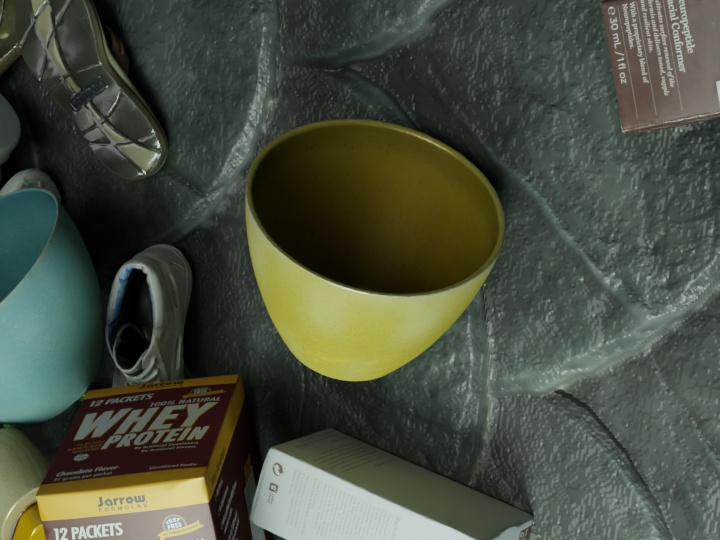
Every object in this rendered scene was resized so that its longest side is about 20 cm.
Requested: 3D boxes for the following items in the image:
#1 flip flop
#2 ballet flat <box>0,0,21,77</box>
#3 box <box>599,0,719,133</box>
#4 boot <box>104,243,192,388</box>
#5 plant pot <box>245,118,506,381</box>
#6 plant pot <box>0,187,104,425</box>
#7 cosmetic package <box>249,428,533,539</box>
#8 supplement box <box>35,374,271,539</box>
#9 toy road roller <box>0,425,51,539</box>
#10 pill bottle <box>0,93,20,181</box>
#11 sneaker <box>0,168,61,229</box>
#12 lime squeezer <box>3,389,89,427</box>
[{"bbox_3d":[-0.226,-0.171,1.757,0.081,0.058,0.201,-31,96,24],"label":"flip flop"},{"bbox_3d":[-0.325,-0.209,1.808,0.200,0.046,0.067,-47,71,26],"label":"ballet flat"},{"bbox_3d":[0.279,-0.163,1.458,0.199,0.075,0.101,-10,90,28],"label":"box"},{"bbox_3d":[-0.188,0.081,1.731,0.073,0.096,0.201,5,99,14],"label":"boot"},{"bbox_3d":[0.000,0.000,1.586,0.200,0.200,0.142,35,136,21],"label":"plant pot"},{"bbox_3d":[-0.290,0.049,1.698,0.199,0.201,0.135,-19,124,30],"label":"plant pot"},{"bbox_3d":[0.024,0.198,1.629,0.199,0.101,0.074,23,107,27],"label":"cosmetic package"},{"bbox_3d":[-0.155,0.217,1.631,0.132,0.197,0.201,-7,110,7],"label":"supplement box"},{"bbox_3d":[-0.269,0.227,1.719,0.123,0.145,0.201,42,127,36],"label":"toy road roller"},{"bbox_3d":[-0.387,-0.073,1.810,0.117,0.116,0.200,50,123,15],"label":"pill bottle"},{"bbox_3d":[-0.330,-0.004,1.826,0.080,0.076,0.201,35,107,43],"label":"sneaker"},{"bbox_3d":[-0.284,0.128,1.839,0.199,0.038,0.071,-26,114,28],"label":"lime squeezer"}]
